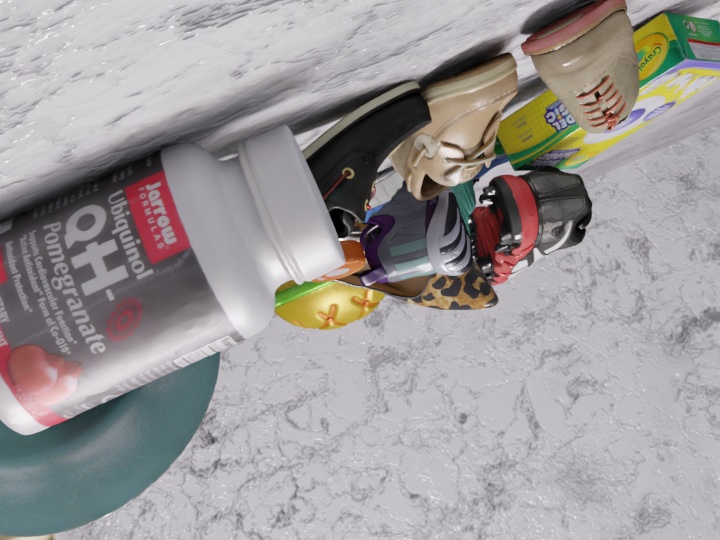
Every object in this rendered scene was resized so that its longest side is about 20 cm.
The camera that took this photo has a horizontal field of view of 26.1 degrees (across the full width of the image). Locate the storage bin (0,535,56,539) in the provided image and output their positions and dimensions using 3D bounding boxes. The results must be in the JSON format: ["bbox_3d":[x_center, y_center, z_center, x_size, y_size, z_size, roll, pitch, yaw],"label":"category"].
[{"bbox_3d":[-0.398,0.205,1.387,0.199,0.200,0.094,-22,173,-31],"label":"storage bin"}]

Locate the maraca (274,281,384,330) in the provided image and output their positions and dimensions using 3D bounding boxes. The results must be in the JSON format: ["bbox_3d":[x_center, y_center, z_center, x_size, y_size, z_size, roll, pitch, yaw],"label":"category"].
[{"bbox_3d":[-0.049,0.014,1.638,0.199,0.108,0.137,-24,178,-1],"label":"maraca"}]

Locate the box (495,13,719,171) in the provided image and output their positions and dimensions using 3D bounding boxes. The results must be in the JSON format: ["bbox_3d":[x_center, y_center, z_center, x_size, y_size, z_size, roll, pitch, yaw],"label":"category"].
[{"bbox_3d":[0.198,-0.136,1.266,0.199,0.049,0.117,-31,167,34],"label":"box"}]

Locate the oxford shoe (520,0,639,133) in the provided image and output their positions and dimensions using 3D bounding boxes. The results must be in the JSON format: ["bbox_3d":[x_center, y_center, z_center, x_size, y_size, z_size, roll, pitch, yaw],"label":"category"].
[{"bbox_3d":[0.156,-0.130,1.013,0.070,0.075,0.200,-24,177,18],"label":"oxford shoe"}]

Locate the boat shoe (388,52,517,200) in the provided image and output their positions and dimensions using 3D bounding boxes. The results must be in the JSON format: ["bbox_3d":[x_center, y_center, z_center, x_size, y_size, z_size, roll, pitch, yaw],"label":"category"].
[{"bbox_3d":[0.068,-0.094,1.054,0.071,0.065,0.200,-23,177,-14],"label":"boat shoe"}]

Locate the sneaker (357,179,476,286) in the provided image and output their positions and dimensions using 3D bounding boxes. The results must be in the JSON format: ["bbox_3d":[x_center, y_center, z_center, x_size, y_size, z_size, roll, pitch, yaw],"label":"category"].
[{"bbox_3d":[0.040,-0.054,1.213,0.087,0.075,0.200,-15,-157,12],"label":"sneaker"}]

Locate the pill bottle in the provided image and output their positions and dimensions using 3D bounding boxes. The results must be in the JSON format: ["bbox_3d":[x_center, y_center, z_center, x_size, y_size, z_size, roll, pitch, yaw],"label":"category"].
[{"bbox_3d":[-0.113,0.000,0.832,0.199,0.111,0.111,-24,177,2],"label":"pill bottle"}]

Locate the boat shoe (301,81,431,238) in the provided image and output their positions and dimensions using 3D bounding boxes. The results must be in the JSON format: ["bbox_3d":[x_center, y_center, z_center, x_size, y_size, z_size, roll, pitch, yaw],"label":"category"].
[{"bbox_3d":[-0.025,-0.046,0.951,0.201,0.063,0.074,-39,177,-29],"label":"boat shoe"}]

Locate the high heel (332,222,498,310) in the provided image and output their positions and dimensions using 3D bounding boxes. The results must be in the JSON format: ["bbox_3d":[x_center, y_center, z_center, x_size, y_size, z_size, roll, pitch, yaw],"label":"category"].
[{"bbox_3d":[0.000,0.000,1.234,0.142,0.199,0.072,-26,137,-52],"label":"high heel"}]

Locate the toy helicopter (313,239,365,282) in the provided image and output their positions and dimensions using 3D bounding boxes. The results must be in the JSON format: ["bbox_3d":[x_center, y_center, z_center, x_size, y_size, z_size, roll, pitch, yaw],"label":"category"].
[{"bbox_3d":[-0.075,-0.038,1.072,0.131,0.080,0.200,-15,167,3],"label":"toy helicopter"}]

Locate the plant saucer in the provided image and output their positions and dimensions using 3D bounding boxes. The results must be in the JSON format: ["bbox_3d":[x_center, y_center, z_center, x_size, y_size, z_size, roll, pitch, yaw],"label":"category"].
[{"bbox_3d":[-0.182,0.056,0.909,0.199,0.201,0.036,-24,142,0],"label":"plant saucer"}]

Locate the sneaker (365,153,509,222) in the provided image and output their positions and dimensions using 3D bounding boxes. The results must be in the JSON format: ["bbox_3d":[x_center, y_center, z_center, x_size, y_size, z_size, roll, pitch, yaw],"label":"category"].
[{"bbox_3d":[0.071,-0.061,1.401,0.199,0.090,0.078,-33,172,34],"label":"sneaker"}]

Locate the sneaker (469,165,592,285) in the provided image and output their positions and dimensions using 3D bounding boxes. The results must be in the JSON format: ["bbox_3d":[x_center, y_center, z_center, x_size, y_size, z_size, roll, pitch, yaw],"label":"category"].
[{"bbox_3d":[0.142,-0.038,1.307,0.097,0.071,0.200,-16,169,-9],"label":"sneaker"}]
